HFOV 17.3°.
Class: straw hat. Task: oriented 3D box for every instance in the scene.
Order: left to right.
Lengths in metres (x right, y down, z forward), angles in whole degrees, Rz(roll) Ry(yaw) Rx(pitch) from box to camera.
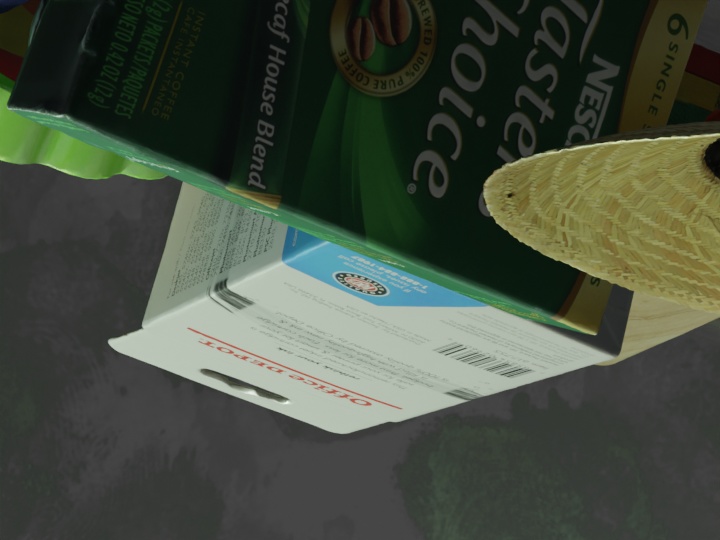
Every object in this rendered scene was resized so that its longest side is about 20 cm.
[{"bbox_3d":[0.134,-0.042,0.586,0.200,0.085,0.201,11,169,2],"label":"straw hat"}]

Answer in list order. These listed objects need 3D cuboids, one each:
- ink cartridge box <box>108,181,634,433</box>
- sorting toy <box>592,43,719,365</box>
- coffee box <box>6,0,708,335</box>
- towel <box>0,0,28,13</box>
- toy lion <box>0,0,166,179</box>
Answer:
[{"bbox_3d":[0.000,0.000,0.859,0.116,0.068,0.200,23,158,-23],"label":"ink cartridge box"},{"bbox_3d":[0.058,-0.045,0.903,0.198,0.070,0.200,20,160,-16],"label":"sorting toy"},{"bbox_3d":[0.007,-0.068,0.700,0.200,0.123,0.044,23,174,-32],"label":"coffee box"},{"bbox_3d":[-0.134,-0.137,0.706,0.144,0.024,0.200,-20,153,32],"label":"towel"},{"bbox_3d":[-0.149,-0.102,0.867,0.199,0.069,0.192,16,-153,-20],"label":"toy lion"}]
